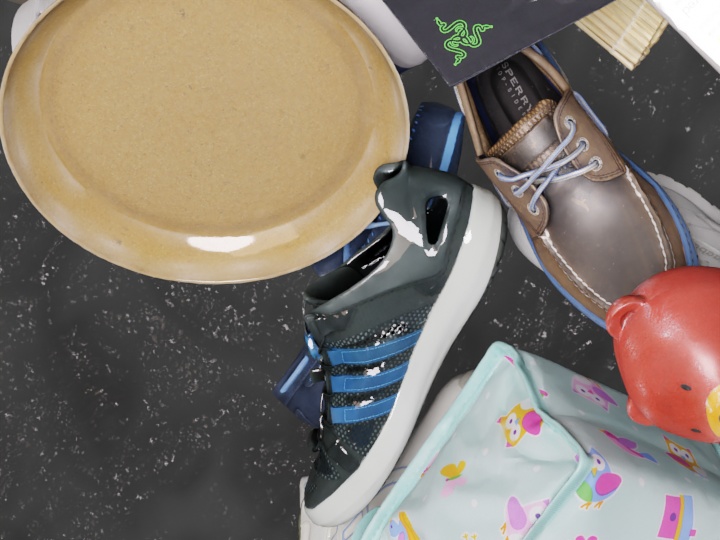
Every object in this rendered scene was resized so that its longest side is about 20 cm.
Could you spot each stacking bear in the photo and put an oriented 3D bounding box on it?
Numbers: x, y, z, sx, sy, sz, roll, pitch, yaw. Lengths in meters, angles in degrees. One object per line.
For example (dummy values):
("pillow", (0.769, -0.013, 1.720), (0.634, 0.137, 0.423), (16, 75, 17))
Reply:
("stacking bear", (0.208, 0.017, 0.657), (0.198, 0.114, 0.122), (-17, 132, 3))

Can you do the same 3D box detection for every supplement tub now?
("supplement tub", (-0.070, -0.136, 0.796), (0.199, 0.145, 0.146), (-26, 88, 21))

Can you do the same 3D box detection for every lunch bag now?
("lunch bag", (0.090, 0.159, 0.756), (0.201, 0.170, 0.122), (-56, 34, 18))

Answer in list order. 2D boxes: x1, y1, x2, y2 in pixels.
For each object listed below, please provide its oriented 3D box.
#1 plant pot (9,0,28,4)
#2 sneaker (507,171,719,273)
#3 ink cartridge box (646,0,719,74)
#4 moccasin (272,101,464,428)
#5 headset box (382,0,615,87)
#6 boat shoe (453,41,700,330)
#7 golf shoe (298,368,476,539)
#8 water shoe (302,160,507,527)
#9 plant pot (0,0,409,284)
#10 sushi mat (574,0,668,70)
("plant pot", (-0.211, -0.235, 0.807), (0.186, 0.200, 0.189), (3, 99, 20))
("sneaker", (0.163, 0.002, 0.764), (0.199, 0.080, 0.077), (24, 107, 17))
("ink cartridge box", (0.244, -0.110, 0.719), (0.200, 0.067, 0.116), (45, 110, 5))
("moccasin", (0.000, 0.000, 0.823), (0.068, 0.080, 0.201), (22, 104, 8))
("headset box", (0.065, -0.202, 0.670), (0.173, 0.093, 0.200), (-24, 126, 25))
("boat shoe", (0.093, -0.050, 0.744), (0.072, 0.072, 0.201), (-41, 56, 13))
("golf shoe", (0.006, 0.131, 0.847), (0.097, 0.078, 0.201), (34, 103, 27))
("water shoe", (0.001, 0.036, 0.768), (0.078, 0.072, 0.201), (24, 107, -9))
("plant pot", (-0.075, -0.074, 0.737), (0.198, 0.028, 0.201), (-1, 135, -1))
("sushi mat", (0.098, -0.206, 0.795), (0.200, 0.012, 0.096), (42, 109, 10))
